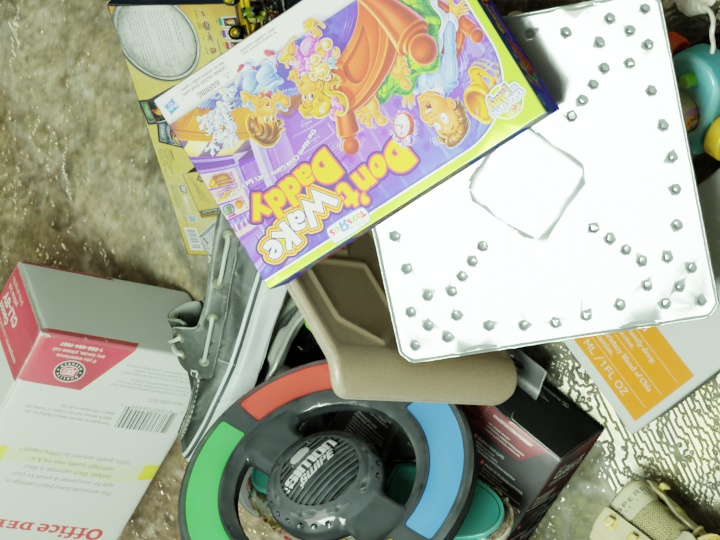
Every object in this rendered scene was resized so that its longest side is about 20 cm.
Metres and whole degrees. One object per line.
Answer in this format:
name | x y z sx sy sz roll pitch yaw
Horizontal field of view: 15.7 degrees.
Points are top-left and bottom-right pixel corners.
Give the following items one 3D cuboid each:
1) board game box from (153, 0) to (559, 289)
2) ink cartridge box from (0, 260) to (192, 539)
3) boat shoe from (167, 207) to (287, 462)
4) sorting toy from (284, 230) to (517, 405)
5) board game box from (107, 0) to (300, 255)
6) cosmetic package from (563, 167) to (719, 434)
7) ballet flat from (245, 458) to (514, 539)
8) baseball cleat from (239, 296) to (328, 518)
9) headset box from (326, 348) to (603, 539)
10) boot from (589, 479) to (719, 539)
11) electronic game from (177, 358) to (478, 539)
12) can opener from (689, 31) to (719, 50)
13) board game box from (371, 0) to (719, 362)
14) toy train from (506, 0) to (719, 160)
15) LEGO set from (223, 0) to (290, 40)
board game box | -0.003 -0.098 1.541 0.200 0.045 0.135 -33 87 15
ink cartridge box | -0.214 0.103 1.865 0.200 0.145 0.083 -59 39 28
boat shoe | -0.098 0.039 1.783 0.071 0.072 0.200 17 107 -7
sorting toy | 0.000 0.000 1.671 0.036 0.185 0.200 -41 62 30
board game box | -0.081 -0.101 1.770 0.135 0.035 0.200 3 124 30
cosmetic package | 0.224 0.004 1.639 0.200 0.071 0.101 -42 81 31
ballet flat | 0.017 0.161 1.722 0.200 0.076 0.064 11 141 30
baseball cleat | -0.056 0.099 1.803 0.070 0.106 0.200 16 114 5
headset box | 0.057 0.129 1.765 0.149 0.075 0.200 39 119 15
boot | 0.217 0.181 1.649 0.155 0.073 0.200 49 151 34
electronic game | -0.022 0.137 1.668 0.200 0.200 0.042 8 145 28
can opener | 0.252 -0.137 1.591 0.200 0.079 0.063 -37 85 41
board game box | 0.102 -0.056 1.571 0.200 0.026 0.200 -9 102 15
toy train | 0.154 -0.110 1.624 0.200 0.056 0.150 -25 91 51
LEGO set | 0.013 -0.157 1.660 0.116 0.200 0.154 -11 79 27
